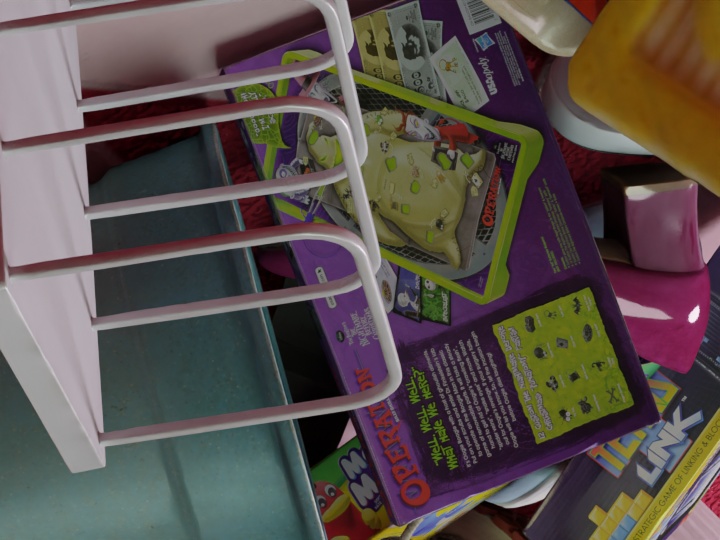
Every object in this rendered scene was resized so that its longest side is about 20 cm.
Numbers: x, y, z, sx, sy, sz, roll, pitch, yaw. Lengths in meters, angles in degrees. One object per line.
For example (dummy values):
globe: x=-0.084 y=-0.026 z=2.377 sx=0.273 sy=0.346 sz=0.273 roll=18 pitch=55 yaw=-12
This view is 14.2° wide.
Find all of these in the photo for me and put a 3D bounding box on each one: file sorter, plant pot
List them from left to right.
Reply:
plant pot: x=-0.128 y=0.057 z=1.186 sx=0.195 sy=0.201 sz=0.200 roll=-14 pitch=150 yaw=-2
file sorter: x=-0.063 y=-0.058 z=0.994 sx=0.124 sy=0.201 sz=0.139 roll=-9 pitch=151 yaw=4

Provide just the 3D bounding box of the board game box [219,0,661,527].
board game box: x=0.033 y=-0.010 z=1.186 sx=0.120 sy=0.201 sz=0.032 roll=-21 pitch=180 yaw=-11

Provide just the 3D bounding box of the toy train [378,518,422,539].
toy train: x=0.038 y=0.168 z=1.323 sx=0.116 sy=0.085 sz=0.200 roll=-18 pitch=142 yaw=-42

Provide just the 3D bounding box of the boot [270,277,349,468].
boot: x=0.000 y=0.000 z=1.317 sx=0.073 sy=0.076 sz=0.200 roll=30 pitch=113 yaw=-7

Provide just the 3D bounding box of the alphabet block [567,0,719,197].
alphabet block: x=0.232 y=-0.084 z=1.100 sx=0.197 sy=0.195 sz=0.200 roll=-60 pitch=151 yaw=7

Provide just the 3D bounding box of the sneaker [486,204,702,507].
sneaker: x=0.067 y=0.041 z=1.408 sx=0.130 sy=0.080 sz=0.200 roll=-2 pitch=134 yaw=-38

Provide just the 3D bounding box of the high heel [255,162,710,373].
high heel: x=0.056 y=0.012 z=1.249 sx=0.199 sy=0.067 sz=0.096 roll=-5 pitch=109 yaw=-6

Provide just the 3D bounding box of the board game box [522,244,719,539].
board game box: x=0.173 y=0.048 z=1.402 sx=0.200 sy=0.057 sz=0.165 roll=-57 pitch=167 yaw=19

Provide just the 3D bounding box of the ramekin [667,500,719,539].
ramekin: x=0.139 y=0.203 z=1.662 sx=0.202 sy=0.094 sz=0.202 roll=-33 pitch=165 yaw=-10

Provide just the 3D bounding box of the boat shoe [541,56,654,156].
boat shoe: x=0.162 y=-0.076 z=1.302 sx=0.200 sy=0.072 sz=0.068 roll=-15 pitch=149 yaw=-31

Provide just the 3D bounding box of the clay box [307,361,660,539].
clay box: x=0.035 y=0.084 z=1.308 sx=0.200 sy=0.048 sz=0.115 roll=-38 pitch=167 yaw=22

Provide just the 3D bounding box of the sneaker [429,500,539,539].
sneaker: x=0.042 y=0.150 z=1.439 sx=0.078 sy=0.200 sz=0.082 roll=24 pitch=83 yaw=-42

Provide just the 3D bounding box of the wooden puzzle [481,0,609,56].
wooden puzzle: x=0.099 y=-0.174 z=1.068 sx=0.185 sy=0.046 sz=0.200 roll=-47 pitch=146 yaw=7
